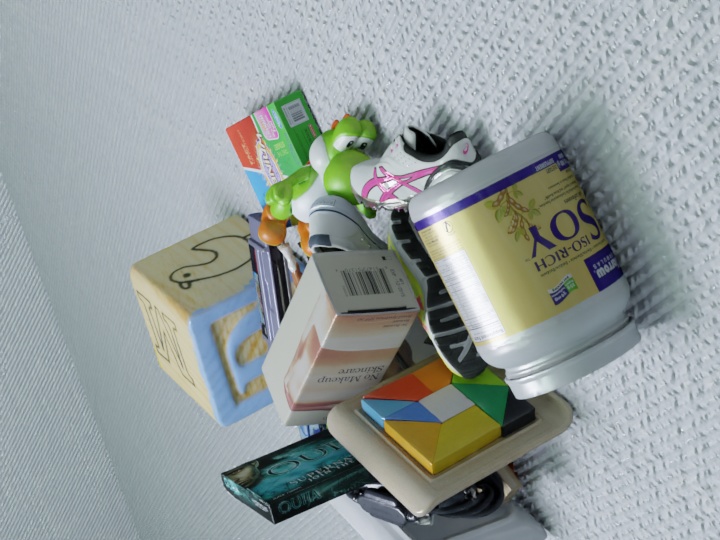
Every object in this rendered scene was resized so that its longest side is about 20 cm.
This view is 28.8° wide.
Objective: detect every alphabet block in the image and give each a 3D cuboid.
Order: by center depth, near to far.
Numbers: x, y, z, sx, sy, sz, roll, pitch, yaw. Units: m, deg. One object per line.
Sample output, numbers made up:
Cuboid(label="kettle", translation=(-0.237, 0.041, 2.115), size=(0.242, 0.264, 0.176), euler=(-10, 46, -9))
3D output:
Cuboid(label="alphabet block", translation=(-0.185, 0.069, 1.997), size=(0.200, 0.195, 0.197), euler=(33, 142, 49))

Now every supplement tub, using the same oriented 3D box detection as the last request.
Cuboid(label="supplement tub", translation=(0.146, -0.004, 1.225), size=(0.200, 0.145, 0.145), euler=(63, 158, -1))

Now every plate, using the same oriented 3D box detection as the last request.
Cuboid(label="plate", translation=(0.085, 0.270, 1.624), size=(0.200, 0.200, 0.032), euler=(40, 132, 45))

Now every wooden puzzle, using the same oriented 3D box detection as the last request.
Cuboid(label="wooden puzzle", translation=(0.089, 0.149, 1.453), size=(0.185, 0.200, 0.037), euler=(39, 151, 46))

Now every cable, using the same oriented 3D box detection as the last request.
Cuboid(label="cable", translation=(0.060, 0.231, 1.545), size=(0.200, 0.163, 0.051), euler=(6, 102, 50))

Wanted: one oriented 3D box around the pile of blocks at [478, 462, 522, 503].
Cuboid(label="pile of blocks", translation=(0.123, 0.195, 1.634), size=(0.200, 0.062, 0.082), euler=(36, 135, 35))

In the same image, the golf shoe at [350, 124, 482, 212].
Cuboid(label="golf shoe", translation=(0.057, -0.106, 1.418), size=(0.200, 0.073, 0.092), euler=(9, 118, 52))

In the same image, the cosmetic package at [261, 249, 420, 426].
Cuboid(label="cosmetic package", translation=(-0.024, 0.074, 1.506), size=(0.200, 0.103, 0.087), euler=(115, 142, -46))

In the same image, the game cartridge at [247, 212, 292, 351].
Cuboid(label="game cartridge", translation=(-0.111, 0.029, 1.791), size=(0.130, 0.038, 0.200), euler=(-160, 61, -72))

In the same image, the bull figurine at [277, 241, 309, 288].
Cuboid(label="bull figurine", translation=(-0.047, 0.016, 1.712), size=(0.200, 0.065, 0.122), euler=(-18, -93, -85))

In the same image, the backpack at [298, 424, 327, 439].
Cuboid(label="backpack", translation=(-0.025, 0.182, 1.847), size=(0.163, 0.154, 0.200), euler=(-111, -6, -52))

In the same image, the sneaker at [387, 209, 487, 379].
Cuboid(label="sneaker", translation=(0.084, 0.026, 1.505), size=(0.090, 0.078, 0.200), euler=(121, 130, -65))

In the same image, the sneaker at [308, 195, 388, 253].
Cuboid(label="sneaker", translation=(0.000, 0.000, 1.561), size=(0.073, 0.071, 0.200), euler=(-9, 142, 38))

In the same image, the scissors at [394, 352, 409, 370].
Cuboid(label="scissors", translation=(0.005, 0.051, 1.576), size=(0.073, 0.014, 0.200), euler=(28, -153, -48))

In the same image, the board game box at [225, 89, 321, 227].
Cuboid(label="board game box", translation=(-0.093, -0.132, 1.755), size=(0.153, 0.040, 0.200), euler=(65, 158, -5))

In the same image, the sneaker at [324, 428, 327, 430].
Cuboid(label="sneaker", translation=(0.001, 0.190, 1.722), size=(0.074, 0.200, 0.085), euler=(41, 139, 49))

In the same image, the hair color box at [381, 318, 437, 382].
Cuboid(label="hair color box", translation=(0.064, 0.118, 1.599), size=(0.200, 0.109, 0.065), euler=(42, 151, 41))

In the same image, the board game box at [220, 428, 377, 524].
Cuboid(label="board game box", translation=(-0.035, 0.206, 1.504), size=(0.135, 0.200, 0.028), euler=(12, 119, 61))

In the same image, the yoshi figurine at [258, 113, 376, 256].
Cuboid(label="yoshi figurine", translation=(-0.039, -0.084, 1.574), size=(0.112, 0.112, 0.200), euler=(46, 135, 9))
